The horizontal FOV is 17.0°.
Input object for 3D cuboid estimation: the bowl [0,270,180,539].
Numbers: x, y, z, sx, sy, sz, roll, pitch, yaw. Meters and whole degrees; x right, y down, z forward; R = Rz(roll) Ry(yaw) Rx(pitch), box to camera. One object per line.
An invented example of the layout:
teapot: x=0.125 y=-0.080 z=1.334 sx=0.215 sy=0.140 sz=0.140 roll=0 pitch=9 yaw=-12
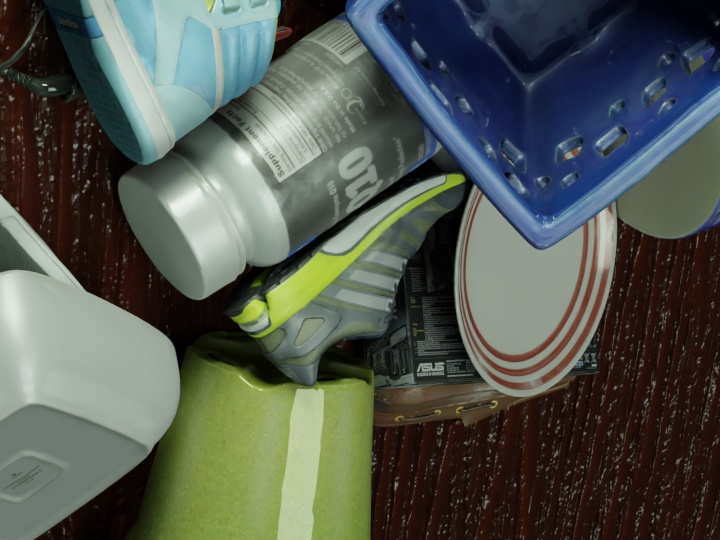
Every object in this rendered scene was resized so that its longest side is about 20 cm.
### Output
bowl: x=-0.221 y=0.101 z=1.497 sx=0.200 sy=0.075 sz=0.200 roll=-35 pitch=147 yaw=17

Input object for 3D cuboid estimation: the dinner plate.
dinner plate: x=0.119 y=-0.012 z=1.694 sx=0.200 sy=0.024 sz=0.201 roll=-17 pitch=111 yaw=-51

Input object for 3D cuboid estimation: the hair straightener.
hair straightener: x=-0.136 y=-0.158 z=1.496 sx=0.199 sy=0.041 sz=0.077 roll=-18 pitch=109 yaw=-27

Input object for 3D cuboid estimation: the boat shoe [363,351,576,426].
boat shoe: x=0.081 y=0.080 z=1.832 sx=0.199 sy=0.072 sz=0.068 roll=-4 pitch=125 yaw=-35

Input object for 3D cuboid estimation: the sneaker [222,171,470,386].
sneaker: x=0.000 y=0.000 z=1.605 sx=0.200 sy=0.074 sz=0.081 roll=-37 pitch=110 yaw=-24

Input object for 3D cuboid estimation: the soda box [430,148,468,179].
soda box: x=0.116 y=-0.154 z=1.650 sx=0.200 sy=0.064 sz=0.068 roll=-51 pitch=163 yaw=22

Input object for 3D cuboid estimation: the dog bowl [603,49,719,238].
dog bowl: x=0.224 y=-0.127 z=1.721 sx=0.079 sy=0.200 sz=0.201 roll=-22 pitch=130 yaw=-29

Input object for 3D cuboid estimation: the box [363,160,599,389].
box: x=0.084 y=0.002 z=1.735 sx=0.200 sy=0.050 sz=0.158 roll=-2 pitch=84 yaw=-44

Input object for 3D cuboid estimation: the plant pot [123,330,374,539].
plant pot: x=-0.068 y=0.145 z=1.660 sx=0.200 sy=0.200 sz=0.185 roll=-2 pitch=107 yaw=-42

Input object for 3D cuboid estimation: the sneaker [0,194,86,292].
sneaker: x=-0.235 y=0.012 z=1.490 sx=0.099 sy=0.071 sz=0.200 roll=-44 pitch=135 yaw=-5

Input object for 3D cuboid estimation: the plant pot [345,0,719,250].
plant pot: x=0.119 y=-0.165 z=1.493 sx=0.200 sy=0.180 sz=0.200 roll=-38 pitch=106 yaw=11

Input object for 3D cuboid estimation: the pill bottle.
pill bottle: x=-0.051 y=-0.074 z=1.564 sx=0.200 sy=0.114 sz=0.114 roll=-35 pitch=136 yaw=-20

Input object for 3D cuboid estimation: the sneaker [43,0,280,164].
sneaker: x=-0.120 y=-0.177 z=1.433 sx=0.130 sy=0.079 sz=0.201 roll=-32 pitch=124 yaw=-20
